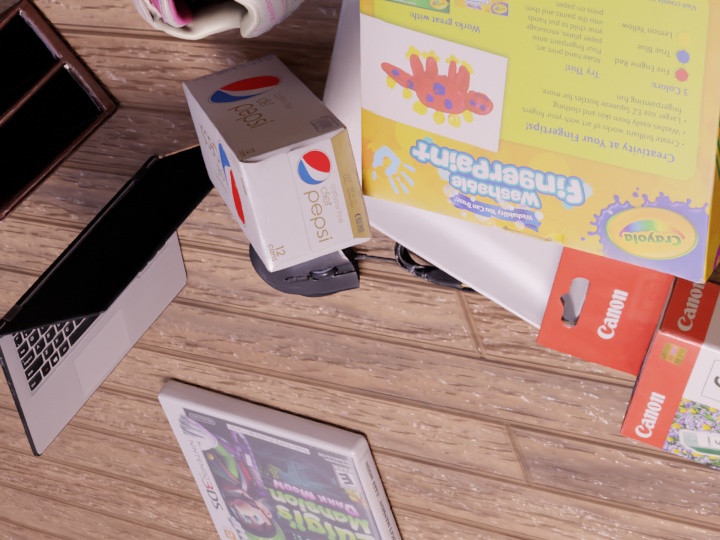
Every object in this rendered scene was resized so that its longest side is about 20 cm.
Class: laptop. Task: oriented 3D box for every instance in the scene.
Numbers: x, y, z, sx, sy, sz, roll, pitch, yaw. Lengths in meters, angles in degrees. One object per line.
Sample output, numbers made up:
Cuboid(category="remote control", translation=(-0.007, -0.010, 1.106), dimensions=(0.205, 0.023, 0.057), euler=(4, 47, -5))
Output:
Cuboid(category="laptop", translation=(-0.144, 0.016, 1.255), dimensions=(0.115, 0.188, 0.201), euler=(20, 142, 25))

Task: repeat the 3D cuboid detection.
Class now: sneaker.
Cuboid(category="sneaker", translation=(-0.109, -0.185, 1.081), dimensions=(0.199, 0.088, 0.082), euler=(13, 138, 33))

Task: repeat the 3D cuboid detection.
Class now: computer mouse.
Cuboid(category="computer mouse", translation=(0.000, 0.000, 1.240), dimensions=(0.199, 0.034, 0.059), euler=(3, 131, 41))

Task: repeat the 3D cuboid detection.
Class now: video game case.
Cuboid(category="video game case", translation=(-0.059, 0.180, 1.509), dimensions=(0.199, 0.023, 0.183), euler=(13, 138, 33))

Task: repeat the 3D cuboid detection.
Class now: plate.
Cuboid(category="plate", translation=(0.068, -0.070, 1.098), dimensions=(0.199, 0.032, 0.200), euler=(31, 145, 11))

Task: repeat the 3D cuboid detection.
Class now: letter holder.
Cuboid(category="letter holder", translation=(-0.290, -0.084, 1.317), dimensions=(0.101, 0.142, 0.199), euler=(50, 145, -16))

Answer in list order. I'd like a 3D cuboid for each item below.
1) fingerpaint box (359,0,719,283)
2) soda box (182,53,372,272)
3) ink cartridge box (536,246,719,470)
Cuboid(category="fingerpaint box", translation=(0.101, -0.103, 0.955), dimensions=(0.198, 0.073, 0.168), euler=(15, 124, 25))
Cuboid(category="soda box", translation=(-0.051, -0.067, 1.082), dimensions=(0.200, 0.063, 0.069), euler=(-127, 21, -67))
Cuboid(category="ink cartridge box", translation=(0.198, 0.061, 1.082), dimensions=(0.198, 0.051, 0.109), euler=(19, 142, 8))
